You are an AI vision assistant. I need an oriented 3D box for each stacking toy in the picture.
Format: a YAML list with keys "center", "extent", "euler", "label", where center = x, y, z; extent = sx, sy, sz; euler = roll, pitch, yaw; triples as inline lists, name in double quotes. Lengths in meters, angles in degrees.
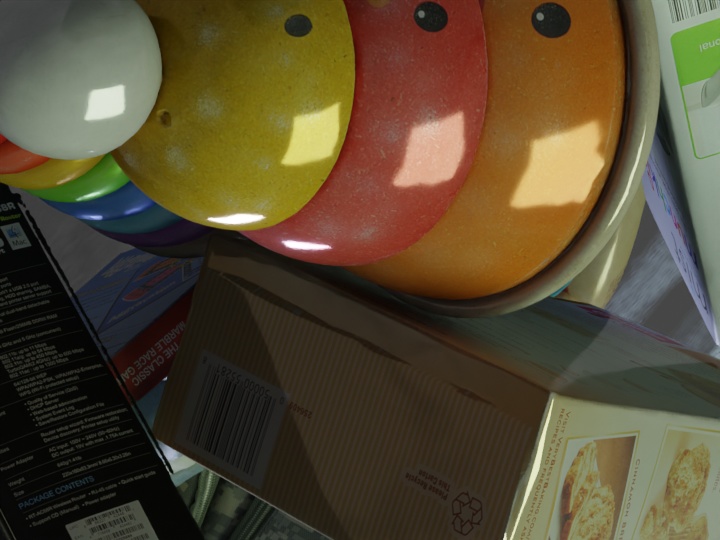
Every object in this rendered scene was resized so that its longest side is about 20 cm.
- center: [-0.025, -0.053, 0.829]
  extent: [0.199, 0.146, 0.146]
  euler: [-6, 140, -47]
  label: "stacking toy"
- center: [-0.089, -0.050, 0.887]
  extent: [0.085, 0.085, 0.200]
  euler: [-50, 162, 13]
  label: "stacking toy"

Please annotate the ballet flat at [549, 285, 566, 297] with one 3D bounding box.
- center: [0.054, -0.066, 1.034]
  extent: [0.200, 0.067, 0.076]
  euler: [76, 13, -59]
  label: "ballet flat"

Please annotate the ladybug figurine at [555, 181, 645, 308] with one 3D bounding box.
- center: [0.083, -0.056, 1.297]
  extent: [0.201, 0.071, 0.136]
  euler: [-83, -169, -46]
  label: "ladybug figurine"

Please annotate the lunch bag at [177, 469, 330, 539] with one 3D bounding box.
- center: [-0.057, 0.105, 1.242]
  extent: [0.139, 0.168, 0.200]
  euler: [-32, 159, -53]
  label: "lunch bag"

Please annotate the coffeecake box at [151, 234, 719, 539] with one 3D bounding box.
- center: [0.059, 0.056, 0.969]
  extent: [0.199, 0.153, 0.074]
  euler: [10, 100, -47]
  label: "coffeecake box"

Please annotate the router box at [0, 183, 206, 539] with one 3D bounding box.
- center: [-0.126, 0.088, 0.983]
  extent: [0.062, 0.150, 0.200]
  euler: [-19, 155, -28]
  label: "router box"

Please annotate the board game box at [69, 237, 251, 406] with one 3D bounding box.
- center: [-0.084, 0.019, 1.054]
  extent: [0.103, 0.019, 0.200]
  euler: [-43, -169, -22]
  label: "board game box"

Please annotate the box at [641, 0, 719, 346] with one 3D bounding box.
- center: [0.190, -0.091, 1.025]
  extent: [0.199, 0.097, 0.177]
  euler: [-20, 132, -1]
  label: "box"

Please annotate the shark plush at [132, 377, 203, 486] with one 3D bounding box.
- center: [-0.084, 0.061, 1.102]
  extent: [0.083, 0.092, 0.199]
  euler: [-6, 172, -41]
  label: "shark plush"
